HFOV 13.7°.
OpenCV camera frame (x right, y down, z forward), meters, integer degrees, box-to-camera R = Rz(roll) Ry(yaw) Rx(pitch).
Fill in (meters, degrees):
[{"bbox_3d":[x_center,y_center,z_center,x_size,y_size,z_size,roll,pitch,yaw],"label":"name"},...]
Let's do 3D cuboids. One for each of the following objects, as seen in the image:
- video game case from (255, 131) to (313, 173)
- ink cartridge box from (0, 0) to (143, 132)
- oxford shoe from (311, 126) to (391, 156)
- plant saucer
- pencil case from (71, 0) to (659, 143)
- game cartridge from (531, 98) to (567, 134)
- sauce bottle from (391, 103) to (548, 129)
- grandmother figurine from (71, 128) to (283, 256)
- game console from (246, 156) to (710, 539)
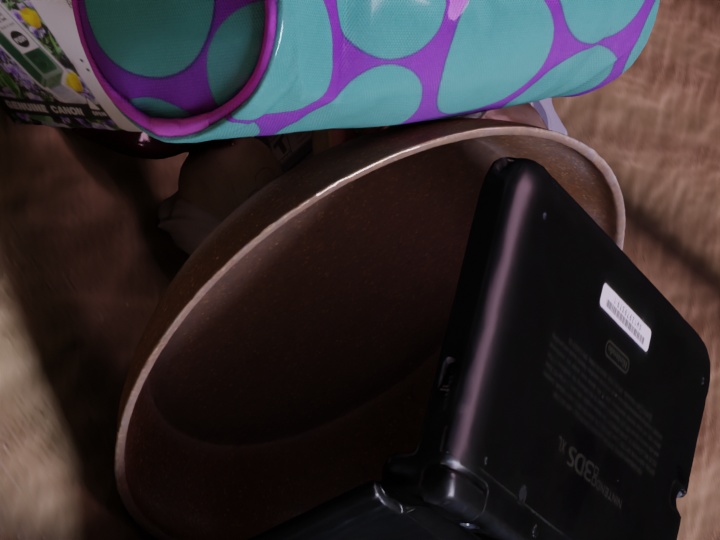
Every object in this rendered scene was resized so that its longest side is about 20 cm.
[{"bbox_3d":[-0.013,-0.152,1.230,0.019,0.143,0.201,12,51,-41],"label":"video game case"},{"bbox_3d":[-0.115,-0.131,0.953,0.050,0.109,0.200,-55,130,-28],"label":"ink cartridge box"},{"bbox_3d":[0.000,0.000,1.157,0.071,0.074,0.201,-44,139,-35],"label":"oxford shoe"},{"bbox_3d":[-0.002,0.016,1.017,0.037,0.200,0.200,54,8,32],"label":"plant saucer"},{"bbox_3d":[0.007,-0.093,0.948,0.199,0.085,0.093,-9,102,-47],"label":"pencil case"},{"bbox_3d":[0.050,-0.053,1.270,0.200,0.041,0.133,-89,155,-55],"label":"game cartridge"},{"bbox_3d":[0.051,-0.020,1.098,0.200,0.064,0.065,58,20,-34],"label":"sauce bottle"},{"bbox_3d":[-0.068,-0.088,1.099,0.060,0.121,0.201,17,-51,55],"label":"grandmother figurine"},{"bbox_3d":[0.026,0.071,1.030,0.200,0.116,0.177,41,60,-58],"label":"game console"}]
